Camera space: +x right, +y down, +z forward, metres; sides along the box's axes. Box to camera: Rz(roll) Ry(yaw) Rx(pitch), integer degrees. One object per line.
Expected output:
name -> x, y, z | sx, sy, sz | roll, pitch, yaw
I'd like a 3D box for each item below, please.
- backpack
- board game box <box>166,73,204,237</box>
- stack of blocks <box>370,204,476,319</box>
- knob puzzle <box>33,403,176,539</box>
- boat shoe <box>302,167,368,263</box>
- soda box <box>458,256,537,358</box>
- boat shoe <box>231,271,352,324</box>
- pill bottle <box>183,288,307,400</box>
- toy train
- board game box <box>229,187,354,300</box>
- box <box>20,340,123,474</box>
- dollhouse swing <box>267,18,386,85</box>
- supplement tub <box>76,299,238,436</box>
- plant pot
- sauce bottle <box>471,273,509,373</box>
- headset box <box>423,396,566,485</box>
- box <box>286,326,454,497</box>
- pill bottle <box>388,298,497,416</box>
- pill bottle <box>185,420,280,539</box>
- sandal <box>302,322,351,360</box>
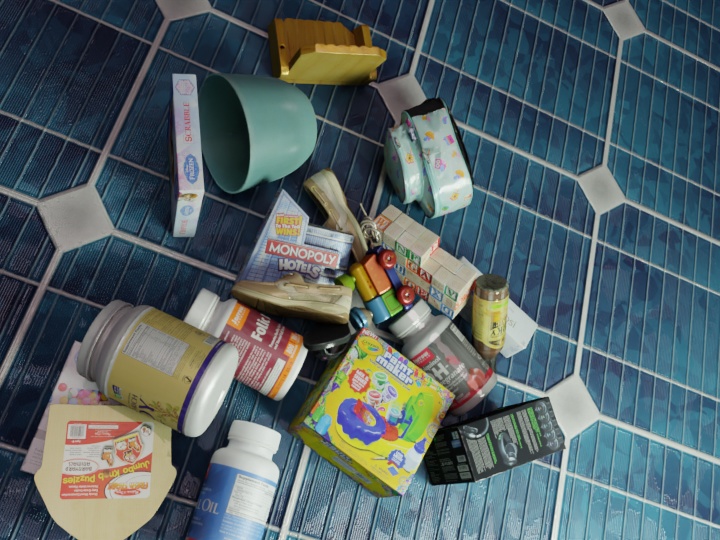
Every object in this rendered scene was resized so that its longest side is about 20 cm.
backpack -> 0.131, -0.200, 1.340 | 0.152, 0.176, 0.202 | -26, 83, -8
board game box -> -0.294, -0.184, 1.166 | 0.040, 0.200, 0.203 | -2, 72, -18
stack of blocks -> 0.110, -0.016, 1.262 | 0.199, 0.116, 0.059 | 36, 62, 21
knob puzzle -> -0.371, 0.302, 1.026 | 0.216, 0.030, 0.223 | 7, 70, -21
boat shoe -> -0.044, -0.088, 1.300 | 0.066, 0.074, 0.202 | -25, 82, -9
soda box -> 0.239, 0.071, 1.343 | 0.200, 0.064, 0.068 | 43, 56, -3
boat shoe -> -0.112, 0.039, 1.158 | 0.197, 0.071, 0.065 | 12, 70, -5
pill bottle -> -0.194, 0.118, 1.147 | 0.198, 0.114, 0.115 | 29, 65, -9
toy train -> 0.000, 0.000, 1.214 | 0.115, 0.084, 0.202 | -31, 99, -23
board game box -> -0.110, -0.032, 1.213 | 0.197, 0.062, 0.203 | 11, 96, -16
box -> -0.403, 0.230, 1.077 | 0.154, 0.041, 0.203 | 21, 66, -13
dollhouse swing -> -0.061, -0.450, 1.351 | 0.197, 0.176, 0.185 | -3, 74, -19
supplement tub -> -0.296, 0.140, 1.033 | 0.198, 0.146, 0.147 | 24, 65, 3
plant pot -> -0.174, -0.249, 1.240 | 0.159, 0.200, 0.203 | -15, 78, -34
sauce bottle -> 0.234, 0.106, 1.275 | 0.064, 0.203, 0.065 | -3, 31, 2
headset box -> 0.227, 0.294, 1.206 | 0.197, 0.174, 0.094 | -12, 77, -22
box -> 0.017, 0.240, 1.179 | 0.199, 0.122, 0.194 | 36, 63, -5
pill bottle -> 0.144, 0.152, 1.259 | 0.110, 0.111, 0.201 | -40, 88, -26
pill bottle -> -0.189, 0.342, 1.077 | 0.111, 0.112, 0.203 | 20, 66, -12
sandal -> -0.048, 0.117, 1.165 | 0.074, 0.200, 0.049 | -5, 95, 6
